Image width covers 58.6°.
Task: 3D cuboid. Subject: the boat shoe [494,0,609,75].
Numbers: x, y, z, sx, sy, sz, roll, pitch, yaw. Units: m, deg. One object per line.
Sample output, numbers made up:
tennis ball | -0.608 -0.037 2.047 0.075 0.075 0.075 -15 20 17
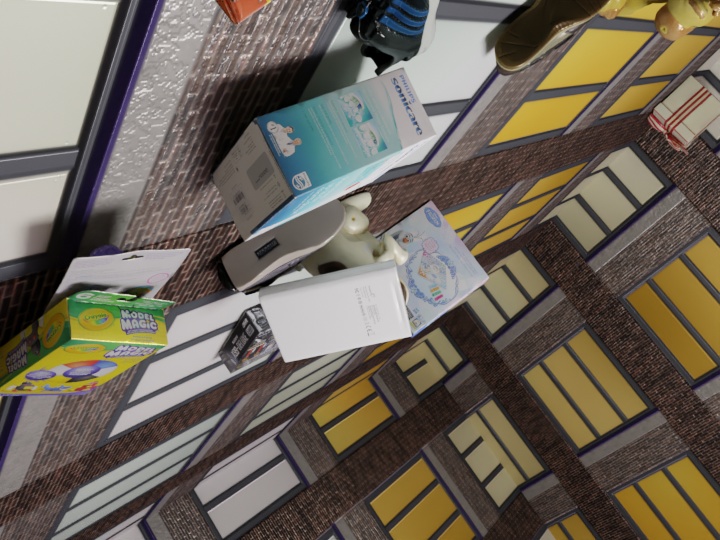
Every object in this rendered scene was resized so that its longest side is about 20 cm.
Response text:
boat shoe | 0.263 -0.346 0.885 0.198 0.074 0.065 -35 177 0

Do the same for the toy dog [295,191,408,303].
toy dog | 0.000 0.000 1.009 0.140 0.201 0.193 -46 164 30

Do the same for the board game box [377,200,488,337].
board game box | 0.123 -0.005 1.299 0.197 0.202 0.043 -34 168 -12

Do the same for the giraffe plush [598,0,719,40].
giraffe plush | 0.463 -0.419 0.943 0.171 0.163 0.200 -35 166 -8

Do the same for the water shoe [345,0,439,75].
water shoe | 0.026 -0.242 0.590 0.078 0.072 0.200 -36 166 1

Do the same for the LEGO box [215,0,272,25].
LEGO box | -0.028 -0.265 0.367 0.198 0.078 0.149 -37 166 -7

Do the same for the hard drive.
hard drive | -0.033 0.061 0.926 0.195 0.027 0.134 -12 127 6

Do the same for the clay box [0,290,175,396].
clay box | -0.296 0.082 0.685 0.198 0.049 0.114 -28 156 31

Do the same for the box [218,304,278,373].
box | -0.162 0.107 1.245 0.198 0.050 0.158 -24 161 -44

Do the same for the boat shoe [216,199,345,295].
boat shoe | -0.109 -0.035 0.919 0.197 0.076 0.093 -29 172 -5

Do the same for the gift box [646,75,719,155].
gift box | 1.137 -0.530 2.249 0.186 0.186 0.199 -43 159 14

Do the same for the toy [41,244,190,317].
toy | -0.270 0.012 0.672 0.113 0.048 0.200 -9 157 -41

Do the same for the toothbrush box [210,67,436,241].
toothbrush box | -0.040 -0.124 0.688 0.198 0.087 0.146 -30 -178 -34
